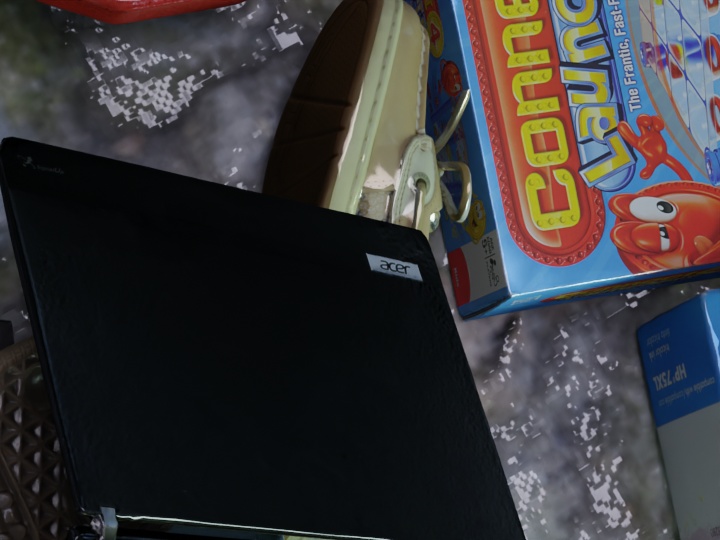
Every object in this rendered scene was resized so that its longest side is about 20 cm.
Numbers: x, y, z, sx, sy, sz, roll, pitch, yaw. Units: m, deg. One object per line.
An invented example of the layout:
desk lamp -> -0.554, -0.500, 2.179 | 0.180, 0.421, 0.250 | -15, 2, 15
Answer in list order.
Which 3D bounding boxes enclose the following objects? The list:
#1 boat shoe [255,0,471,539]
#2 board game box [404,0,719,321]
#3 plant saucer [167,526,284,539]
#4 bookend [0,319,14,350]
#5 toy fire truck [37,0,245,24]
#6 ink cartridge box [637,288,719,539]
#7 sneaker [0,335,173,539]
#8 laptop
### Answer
boat shoe -> 0.000, 0.000, 0.805 | 0.062, 0.073, 0.201 | 11, 89, -21
board game box -> 0.117, -0.096, 0.858 | 0.195, 0.056, 0.201 | -9, 84, -18
plant saucer -> -0.063, 0.084, 0.757 | 0.070, 0.019, 0.201 | -8, 62, -13
bookend -> -0.198, 0.022, 0.709 | 0.198, 0.092, 0.201 | -6, 92, -19
toy fire truck -> -0.108, -0.181, 0.777 | 0.167, 0.112, 0.201 | -11, 84, -14
ink cartridge box -> 0.184, 0.104, 0.834 | 0.116, 0.067, 0.201 | -7, 79, -18
sneaker -> -0.127, 0.063, 0.652 | 0.200, 0.075, 0.071 | -22, 102, -42
laptop -> -0.047, 0.085, 0.669 | 0.177, 0.103, 0.201 | 11, 105, -43
